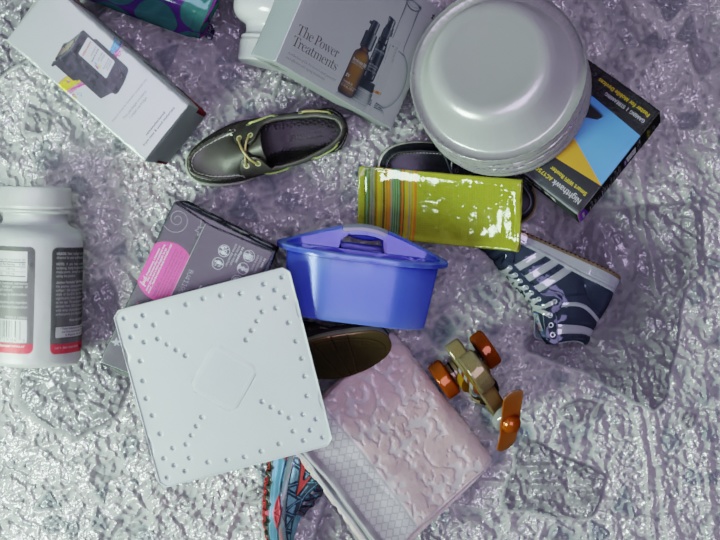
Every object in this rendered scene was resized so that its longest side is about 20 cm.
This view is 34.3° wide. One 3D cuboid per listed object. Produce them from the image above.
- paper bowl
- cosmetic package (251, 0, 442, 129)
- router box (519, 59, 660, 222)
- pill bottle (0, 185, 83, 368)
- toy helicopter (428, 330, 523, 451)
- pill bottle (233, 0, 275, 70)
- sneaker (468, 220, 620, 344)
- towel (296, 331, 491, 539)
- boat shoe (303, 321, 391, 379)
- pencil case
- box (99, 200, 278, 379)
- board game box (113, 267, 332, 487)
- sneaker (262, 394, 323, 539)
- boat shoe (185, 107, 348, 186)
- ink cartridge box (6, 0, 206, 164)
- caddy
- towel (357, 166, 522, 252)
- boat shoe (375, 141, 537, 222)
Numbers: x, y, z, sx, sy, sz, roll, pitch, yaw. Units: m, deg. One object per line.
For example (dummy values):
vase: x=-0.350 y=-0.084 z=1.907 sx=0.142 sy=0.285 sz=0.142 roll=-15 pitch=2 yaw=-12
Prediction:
paper bowl: x=0.152 y=-0.214 z=1.287 sx=0.198 sy=0.104 sz=0.204 roll=-4 pitch=76 yaw=16
cosmetic package: x=-0.011 y=-0.267 z=1.305 sx=0.199 sy=0.051 sz=0.153 roll=22 pitch=90 yaw=-45
router box: x=0.221 y=-0.175 z=1.341 sx=0.199 sy=0.051 sz=0.150 roll=39 pitch=92 yaw=19
pill bottle: x=-0.374 y=0.006 z=1.336 sx=0.109 sy=0.111 sz=0.203 roll=2 pitch=92 yaw=-1
toy helicopter: x=0.138 y=0.132 z=1.309 sx=0.078 sy=0.200 sz=0.133 roll=-34 pitch=75 yaw=0
pill bottle: x=-0.085 y=-0.333 z=1.329 sx=0.109 sy=0.111 sz=0.203 roll=9 pitch=93 yaw=-2
sneaker: x=0.199 y=0.019 z=1.371 sx=0.198 sy=0.070 sz=0.110 roll=23 pitch=90 yaw=-5
towel: x=0.034 y=0.206 z=1.362 sx=0.191 sy=0.032 sz=0.201 roll=-40 pitch=96 yaw=-23
boat shoe: x=-0.061 y=0.089 z=1.353 sx=0.197 sy=0.065 sz=0.074 roll=-14 pitch=131 yaw=10
pencil case: x=-0.254 y=-0.336 z=1.338 sx=0.197 sy=0.093 sz=0.086 roll=20 pitch=127 yaw=-5
box: x=-0.192 y=0.037 z=1.340 sx=0.131 sy=0.115 sz=0.202 roll=26 pitch=94 yaw=-3
board game box: x=-0.148 y=0.116 z=1.275 sx=0.197 sy=0.026 sz=0.203 roll=-14 pitch=96 yaw=1
sneaker: x=-0.066 y=0.245 z=1.370 sx=0.094 sy=0.079 sz=0.203 roll=6 pitch=92 yaw=-4
boat shoe: x=-0.111 y=-0.147 z=1.361 sx=0.198 sy=0.061 sz=0.073 roll=-16 pitch=93 yaw=-1
ink cartridge box: x=-0.281 y=-0.216 z=1.312 sx=0.199 sy=0.146 sz=0.083 roll=41 pitch=93 yaw=-2
caddy: x=0.000 y=0.000 z=1.330 sx=0.197 sy=0.141 sz=0.107 roll=7 pitch=96 yaw=-2
towel: x=0.089 y=-0.071 z=1.343 sx=0.197 sy=0.018 sz=0.087 roll=7 pitch=112 yaw=21
boat shoe: x=0.115 y=-0.104 z=1.368 sx=0.197 sy=0.062 sz=0.076 roll=18 pitch=94 yaw=-1
